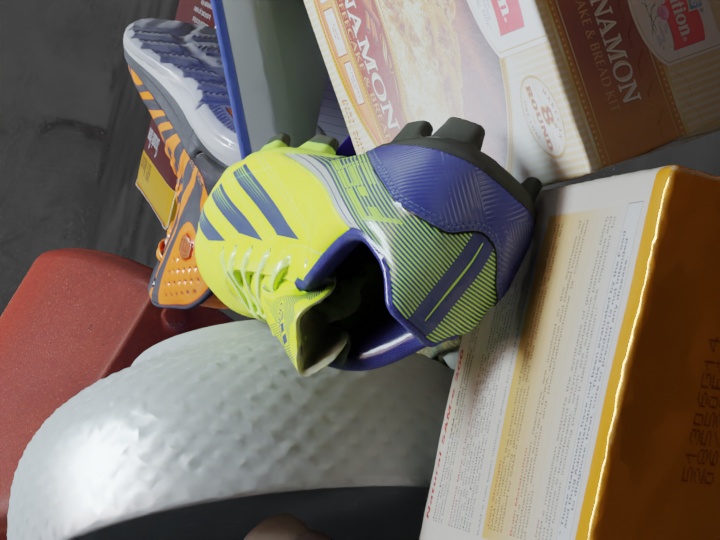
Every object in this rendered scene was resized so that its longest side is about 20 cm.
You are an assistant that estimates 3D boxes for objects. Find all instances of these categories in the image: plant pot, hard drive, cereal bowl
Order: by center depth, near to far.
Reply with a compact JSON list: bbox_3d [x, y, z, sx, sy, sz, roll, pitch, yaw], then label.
[{"bbox_3d":[-0.039,0.072,0.964,0.200,0.199,0.084,126,138,-64],"label":"cereal bowl"},{"bbox_3d":[-0.040,-0.146,1.032,0.201,0.025,0.132,81,-166,-45],"label":"hard drive"},{"bbox_3d":[-0.103,0.107,1.261,0.201,0.199,0.176,-60,14,-21],"label":"plant pot"}]

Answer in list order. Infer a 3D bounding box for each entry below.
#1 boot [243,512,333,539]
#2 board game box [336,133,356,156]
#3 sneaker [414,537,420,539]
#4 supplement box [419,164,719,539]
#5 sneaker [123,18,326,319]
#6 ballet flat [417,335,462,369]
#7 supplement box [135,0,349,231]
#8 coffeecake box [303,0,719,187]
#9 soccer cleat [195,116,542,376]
[{"bbox_3d":[0.015,0.136,0.851,0.070,0.146,0.200,-30,-28,-34],"label":"boot"},{"bbox_3d":[0.000,0.000,1.160,0.200,0.045,0.135,-56,-16,-66],"label":"board game box"},{"bbox_3d":[0.038,0.163,0.964,0.200,0.071,0.083,117,137,-54],"label":"sneaker"},{"bbox_3d":[0.085,0.041,0.781,0.200,0.073,0.127,176,107,-79],"label":"supplement box"},{"bbox_3d":[-0.077,-0.043,1.184,0.200,0.077,0.113,-121,41,-60],"label":"sneaker"},{"bbox_3d":[0.049,0.034,1.013,0.200,0.070,0.071,135,146,-70],"label":"ballet flat"},{"bbox_3d":[-0.030,-0.116,1.367,0.197,0.132,0.201,-137,61,-77],"label":"supplement box"},{"bbox_3d":[0.046,-0.106,0.871,0.200,0.073,0.154,-12,98,71],"label":"coffeecake box"},{"bbox_3d":[-0.015,-0.001,0.855,0.084,0.065,0.200,-58,22,-21],"label":"soccer cleat"}]
